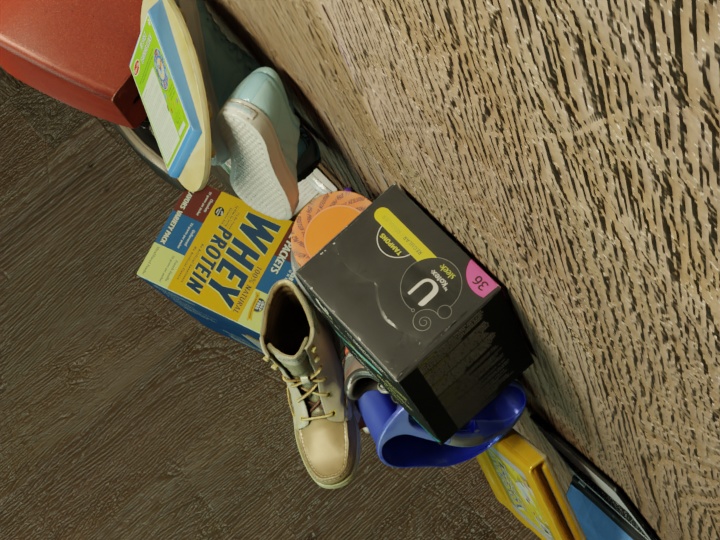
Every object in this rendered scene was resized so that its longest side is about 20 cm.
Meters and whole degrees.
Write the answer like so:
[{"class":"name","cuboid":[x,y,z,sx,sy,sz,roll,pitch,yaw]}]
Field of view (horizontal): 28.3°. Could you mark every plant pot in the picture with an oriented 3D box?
[{"class":"plant pot","cuboid":[-0.287,-0.272,1.576,0.176,0.200,0.200,37,174,8]}]

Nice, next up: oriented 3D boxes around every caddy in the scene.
[{"class":"caddy","cuboid":[0.093,0.154,1.575,0.200,0.141,0.105,6,-141,-42]}]

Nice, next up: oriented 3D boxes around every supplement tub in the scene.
[{"class":"supplement tub","cuboid":[0.000,0.000,1.494,0.123,0.123,0.200,46,175,25]}]

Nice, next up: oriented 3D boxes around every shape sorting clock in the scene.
[{"class":"shape sorting clock","cuboid":[-0.178,-0.175,1.384,0.200,0.039,0.200,52,152,42]}]

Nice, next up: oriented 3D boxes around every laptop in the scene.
[{"class":"laptop","cuboid":[0.258,0.307,1.703,0.200,0.116,0.187,51,174,-33]}]

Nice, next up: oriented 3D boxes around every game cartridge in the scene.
[{"class":"game cartridge","cuboid":[0.190,0.251,1.706,0.200,0.032,0.176,33,154,59]}]

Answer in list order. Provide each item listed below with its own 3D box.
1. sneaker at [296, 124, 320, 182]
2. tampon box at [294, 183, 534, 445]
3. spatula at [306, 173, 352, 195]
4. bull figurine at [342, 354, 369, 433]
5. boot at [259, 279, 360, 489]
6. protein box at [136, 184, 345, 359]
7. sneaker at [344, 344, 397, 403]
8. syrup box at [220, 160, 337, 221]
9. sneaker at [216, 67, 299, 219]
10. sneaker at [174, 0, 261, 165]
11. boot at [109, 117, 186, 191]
[{"class":"sneaker","cuboid":[-0.122,-0.166,1.519,0.200,0.079,0.096,45,173,33]},{"class":"tampon box","cuboid":[0.055,0.045,1.323,0.150,0.126,0.200,45,174,26]},{"class":"spatula","cuboid":[-0.053,-0.106,1.623,0.021,0.057,0.200,-3,-132,-48]},{"class":"bull figurine","cuboid":[0.003,0.131,1.660,0.065,0.200,0.121,25,172,8]},{"class":"boot","cuboid":[-0.055,0.122,1.518,0.155,0.072,0.200,61,-162,-65]},{"class":"protein box","cuboid":[-0.119,0.017,1.714,0.198,0.135,0.200,24,169,26]},{"class":"sneaker","cuboid":[0.074,0.110,1.459,0.200,0.082,0.077,-2,150,27]},{"class":"syrup box","cuboid":[-0.118,-0.132,1.754,0.200,0.081,0.079,45,176,10]},{"class":"sneaker","cuboid":[-0.084,-0.123,1.408,0.074,0.082,0.200,26,157,14]},{"class":"sneaker","cuboid":[-0.144,-0.211,1.437,0.074,0.082,0.200,30,138,54]},{"class":"boot","cuboid":[-0.216,-0.197,1.690,0.200,0.151,0.073,46,175,38]}]
